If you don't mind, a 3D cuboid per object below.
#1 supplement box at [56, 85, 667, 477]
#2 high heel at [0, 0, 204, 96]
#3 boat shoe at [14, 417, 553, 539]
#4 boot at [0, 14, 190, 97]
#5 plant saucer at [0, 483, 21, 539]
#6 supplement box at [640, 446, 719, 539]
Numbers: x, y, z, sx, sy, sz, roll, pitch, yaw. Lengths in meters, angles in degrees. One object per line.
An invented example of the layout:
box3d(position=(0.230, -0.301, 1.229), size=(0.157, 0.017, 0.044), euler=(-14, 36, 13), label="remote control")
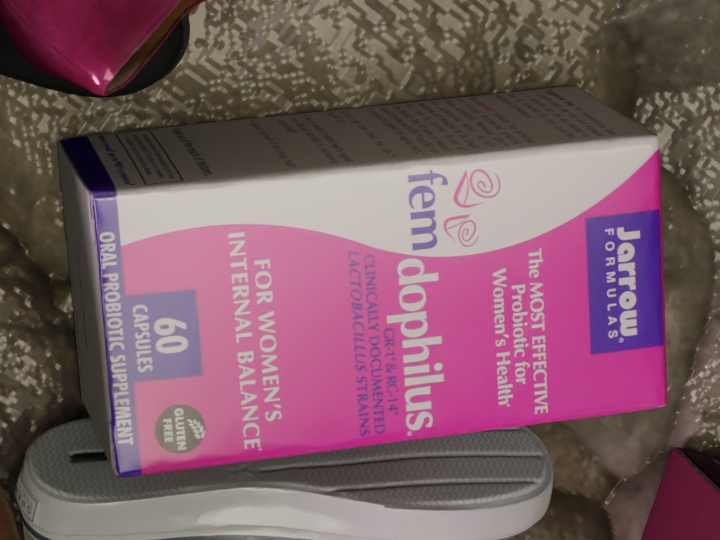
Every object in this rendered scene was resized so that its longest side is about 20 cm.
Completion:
box3d(position=(0.000, 0.000, 0.897), size=(0.199, 0.103, 0.102), euler=(-7, 105, -12), label="supplement box")
box3d(position=(-0.034, -0.104, 0.834), size=(0.199, 0.096, 0.068), euler=(-9, 140, -42), label="high heel")
box3d(position=(-0.029, 0.087, 0.940), size=(0.199, 0.072, 0.062), euler=(0, 129, -8), label="boat shoe")
box3d(position=(-0.130, -0.050, 0.798), size=(0.164, 0.201, 0.066), euler=(23, 124, -21), label="boot")
box3d(position=(-0.173, 0.078, 0.818), size=(0.037, 0.201, 0.201), euler=(-27, 109, 15), label="plant saucer")
box3d(position=(0.203, 0.165, 0.980), size=(0.199, 0.103, 0.132), euler=(17, 101, -16), label="supplement box")
